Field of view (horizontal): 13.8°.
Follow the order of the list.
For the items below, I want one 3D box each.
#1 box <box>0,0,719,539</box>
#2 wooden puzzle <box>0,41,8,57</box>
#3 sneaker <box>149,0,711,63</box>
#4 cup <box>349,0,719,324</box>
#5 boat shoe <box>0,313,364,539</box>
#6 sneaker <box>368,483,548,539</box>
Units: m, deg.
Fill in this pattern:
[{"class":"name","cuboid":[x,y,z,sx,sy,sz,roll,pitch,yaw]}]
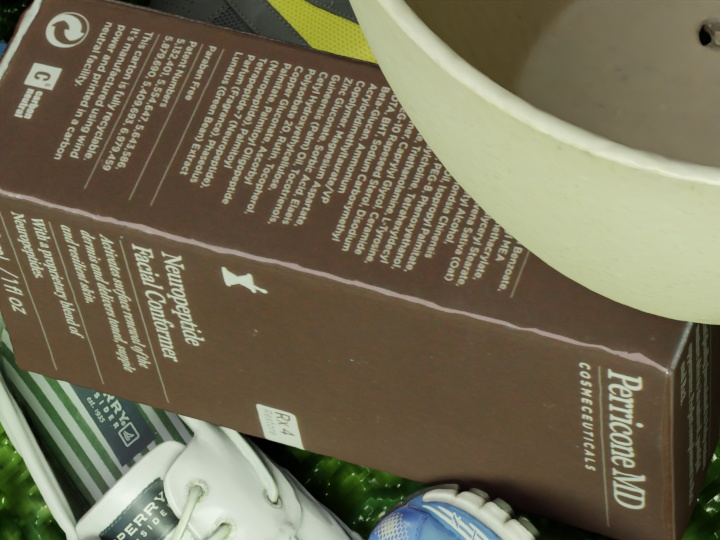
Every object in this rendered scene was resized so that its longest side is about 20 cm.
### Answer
[{"class":"box","cuboid":[0.000,0.000,0.796,0.199,0.100,0.075,13,59,15]},{"class":"wooden puzzle","cuboid":[-0.148,0.007,0.893,0.185,0.046,0.201,-18,58,62]},{"class":"sneaker","cuboid":[0.020,-0.061,0.861,0.199,0.074,0.085,6,84,37]},{"class":"cup","cuboid":[0.087,-0.066,0.683,0.199,0.143,0.201,0,59,0]},{"class":"boat shoe","cuboid":[-0.055,0.075,0.853,0.074,0.067,0.200,-48,61,7]},{"class":"sneaker","cuboid":[0.041,0.141,0.761,0.089,0.079,0.200,-28,52,-1]}]
